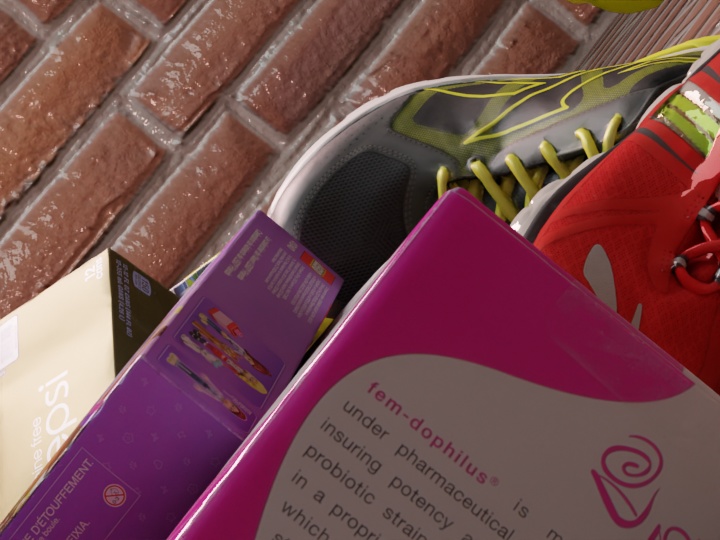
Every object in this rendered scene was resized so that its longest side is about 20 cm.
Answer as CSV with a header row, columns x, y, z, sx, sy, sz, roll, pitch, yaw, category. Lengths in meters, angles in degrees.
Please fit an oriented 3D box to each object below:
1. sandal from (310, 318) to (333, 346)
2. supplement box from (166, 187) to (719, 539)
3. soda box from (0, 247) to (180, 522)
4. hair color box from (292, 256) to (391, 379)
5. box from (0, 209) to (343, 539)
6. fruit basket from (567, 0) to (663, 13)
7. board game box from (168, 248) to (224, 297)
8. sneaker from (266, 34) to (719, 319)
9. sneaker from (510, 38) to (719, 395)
x,y,z,sx,sy,sz,roll,pitch,yaw,category
0.000,0.000,0.950,0.199,0.087,0.080,-32,-39,-16,sandal
-0.008,0.097,0.583,0.200,0.101,0.103,-51,0,-24,supplement box
-0.085,0.095,0.946,0.064,0.068,0.201,-31,44,25,soda box
-0.036,0.100,0.808,0.200,0.065,0.109,-50,0,-25,hair color box
-0.070,0.062,0.764,0.137,0.039,0.200,-51,3,13,box
0.134,-0.142,1.010,0.215,0.156,0.216,-37,6,4,fruit basket
-0.048,0.059,1.182,0.200,0.062,0.199,-36,-20,32,board game box
0.065,-0.035,0.859,0.199,0.075,0.085,-19,6,-7,sneaker
0.104,-0.026,0.731,0.200,0.077,0.085,-53,7,-34,sneaker
